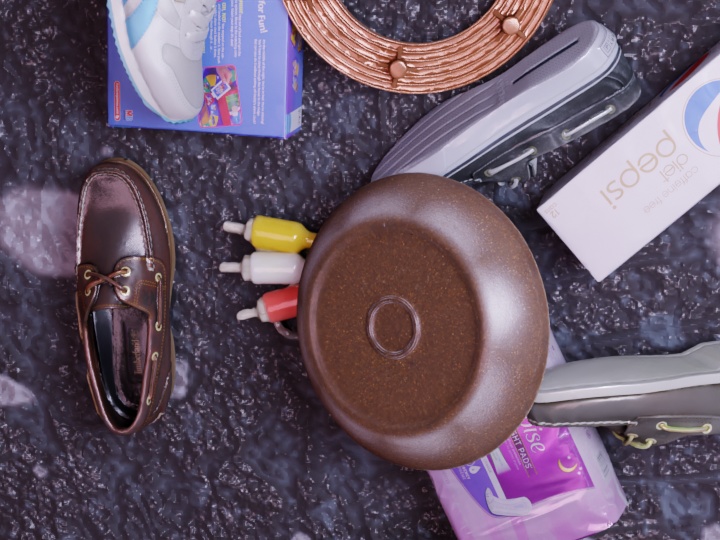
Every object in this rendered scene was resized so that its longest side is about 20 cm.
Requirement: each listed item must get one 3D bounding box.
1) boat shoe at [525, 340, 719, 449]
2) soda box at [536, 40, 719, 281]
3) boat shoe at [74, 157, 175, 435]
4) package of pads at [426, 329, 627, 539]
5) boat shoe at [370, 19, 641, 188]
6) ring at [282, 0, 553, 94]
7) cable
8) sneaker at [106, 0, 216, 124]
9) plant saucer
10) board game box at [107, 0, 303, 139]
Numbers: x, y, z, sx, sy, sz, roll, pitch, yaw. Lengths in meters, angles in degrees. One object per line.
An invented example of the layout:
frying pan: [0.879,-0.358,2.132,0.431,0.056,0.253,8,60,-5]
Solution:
boat shoe: [0.202,0.089,1.072,0.200,0.072,0.061,-6,104,-16]
soda box: [0.214,-0.085,1.061,0.200,0.064,0.068,-41,93,18]
boat shoe: [-0.173,0.021,1.168,0.070,0.070,0.202,-5,101,14]
package of pads: [0.096,0.101,1.126,0.120,0.076,0.201,-23,98,18]
boat shoe: [0.099,-0.089,1.080,0.199,0.072,0.071,-29,117,27]
ring: [0.040,-0.217,1.064,0.198,0.019,0.202,0,105,-2]
cable: [0.000,0.000,1.133,0.198,0.050,0.098,-7,99,15]
sneaker: [-0.121,-0.197,1.052,0.080,0.077,0.202,-3,105,11]
plant saucer: [0.030,0.036,1.060,0.199,0.037,0.202,4,97,34]
board game box: [-0.108,-0.198,1.111,0.133,0.045,0.202,5,105,11]
